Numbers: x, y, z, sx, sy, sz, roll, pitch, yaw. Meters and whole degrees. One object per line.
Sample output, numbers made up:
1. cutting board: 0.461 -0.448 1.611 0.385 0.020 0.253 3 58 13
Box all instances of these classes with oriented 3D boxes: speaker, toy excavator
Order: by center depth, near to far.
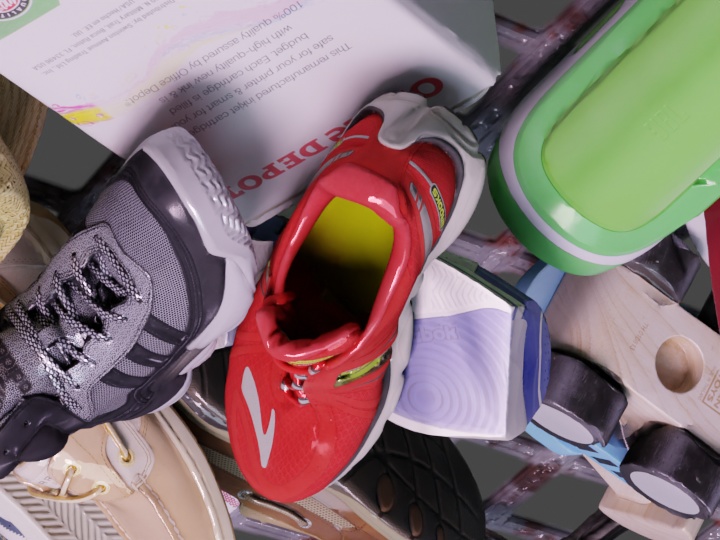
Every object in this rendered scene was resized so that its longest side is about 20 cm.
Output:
1. speaker: 0.138 -0.082 1.220 0.088 0.089 0.200 19 137 -28
2. toy excavator: 0.128 0.065 1.407 0.194 0.100 0.200 35 164 -20

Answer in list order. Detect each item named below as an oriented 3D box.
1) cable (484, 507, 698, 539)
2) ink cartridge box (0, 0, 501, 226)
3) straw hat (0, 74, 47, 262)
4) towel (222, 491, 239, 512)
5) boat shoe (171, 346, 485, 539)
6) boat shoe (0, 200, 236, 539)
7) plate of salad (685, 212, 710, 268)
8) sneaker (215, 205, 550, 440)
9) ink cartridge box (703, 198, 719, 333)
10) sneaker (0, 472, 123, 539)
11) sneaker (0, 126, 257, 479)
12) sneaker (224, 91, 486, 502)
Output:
1. cable: 0.080 0.149 1.510 0.198 0.097 0.051 -7 134 -3
2. ink cartridge box: -0.061 -0.117 1.148 0.145 0.088 0.200 -27 136 28
3. straw hat: -0.177 -0.035 1.173 0.200 0.085 0.202 -28 142 -25
4. towel: -0.083 0.062 1.428 0.146 0.030 0.200 22 135 -30
5. boat shoe: -0.029 0.084 1.388 0.200 0.076 0.074 35 136 -26
6. boat shoe: -0.127 0.070 1.316 0.074 0.069 0.201 -22 101 56
7. plate of salad: 0.239 -0.048 1.307 0.198 0.048 0.201 0 134 0
8. sneaker: -0.001 0.000 1.276 0.198 0.115 0.081 16 113 23
9. ink cartridge box: 0.266 -0.017 1.246 0.145 0.083 0.200 34 126 -27
10. sneaker: -0.164 0.085 1.389 0.084 0.075 0.201 0 124 56
11. sneaker: -0.113 0.022 1.170 0.113 0.076 0.200 -28 165 -26
12. sneaker: -0.019 0.019 1.168 0.077 0.085 0.201 29 127 11
